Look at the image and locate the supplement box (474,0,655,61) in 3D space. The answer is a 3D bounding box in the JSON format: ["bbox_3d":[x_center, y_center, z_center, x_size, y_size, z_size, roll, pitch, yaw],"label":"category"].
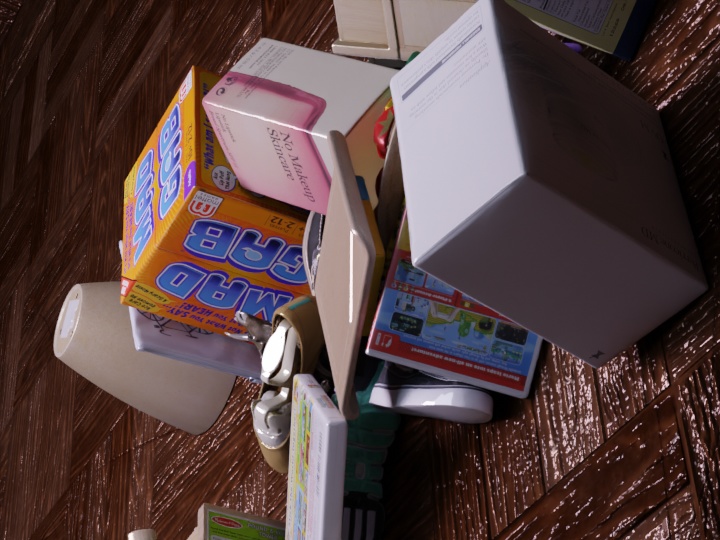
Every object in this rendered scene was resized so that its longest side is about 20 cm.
[{"bbox_3d":[0.136,-0.292,1.458,0.135,0.199,0.200,-68,24,9],"label":"supplement box"}]

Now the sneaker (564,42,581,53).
[{"bbox_3d":[0.162,-0.173,1.464,0.200,0.080,0.084,58,137,46],"label":"sneaker"}]

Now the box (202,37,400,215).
[{"bbox_3d":[-0.041,-0.139,1.702,0.199,0.128,0.109,19,56,39],"label":"box"}]

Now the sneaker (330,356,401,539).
[{"bbox_3d":[-0.013,0.177,1.626,0.087,0.074,0.201,154,129,-65],"label":"sneaker"}]

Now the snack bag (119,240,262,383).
[{"bbox_3d":[-0.186,0.048,1.943,0.021,0.188,0.201,-59,27,28],"label":"snack bag"}]

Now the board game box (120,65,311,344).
[{"bbox_3d":[-0.141,-0.068,1.909,0.200,0.199,0.201,-52,30,37],"label":"board game box"}]

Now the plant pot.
[{"bbox_3d":[-0.272,0.089,2.091,0.187,0.199,0.188,-47,34,45],"label":"plant pot"}]

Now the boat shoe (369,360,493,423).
[{"bbox_3d":[0.066,0.097,1.514,0.200,0.071,0.068,172,112,-72],"label":"boat shoe"}]

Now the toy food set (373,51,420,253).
[{"bbox_3d":[0.049,-0.098,1.589,0.198,0.048,0.201,-56,-27,-45],"label":"toy food set"}]

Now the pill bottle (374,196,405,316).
[{"bbox_3d":[0.088,-0.036,1.495,0.112,0.112,0.201,22,94,66],"label":"pill bottle"}]

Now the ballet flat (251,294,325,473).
[{"bbox_3d":[-0.083,0.118,1.705,0.068,0.063,0.201,26,114,35],"label":"ballet flat"}]

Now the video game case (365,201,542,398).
[{"bbox_3d":[0.098,-0.007,1.424,0.017,0.142,0.201,118,168,-85],"label":"video game case"}]

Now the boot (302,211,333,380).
[{"bbox_3d":[0.000,0.000,1.712,0.150,0.073,0.201,-31,50,58],"label":"boot"}]

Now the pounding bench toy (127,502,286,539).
[{"bbox_3d":[-0.169,0.331,1.697,0.156,0.199,0.125,-50,32,39],"label":"pounding bench toy"}]

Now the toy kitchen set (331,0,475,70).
[{"bbox_3d":[0.090,-0.257,1.722,0.200,0.179,0.164,-51,-40,-45],"label":"toy kitchen set"}]

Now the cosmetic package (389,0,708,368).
[{"bbox_3d":[0.139,-0.067,1.275,0.123,0.199,0.201,-38,39,32],"label":"cosmetic package"}]

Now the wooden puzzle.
[{"bbox_3d":[-0.009,0.003,1.506,0.185,0.037,0.201,-104,15,-55],"label":"wooden puzzle"}]

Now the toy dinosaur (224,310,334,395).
[{"bbox_3d":[-0.064,0.123,1.787,0.102,0.077,0.201,-32,77,60],"label":"toy dinosaur"}]

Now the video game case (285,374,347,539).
[{"bbox_3d":[-0.043,0.215,1.578,0.182,0.023,0.202,-139,51,-75],"label":"video game case"}]
